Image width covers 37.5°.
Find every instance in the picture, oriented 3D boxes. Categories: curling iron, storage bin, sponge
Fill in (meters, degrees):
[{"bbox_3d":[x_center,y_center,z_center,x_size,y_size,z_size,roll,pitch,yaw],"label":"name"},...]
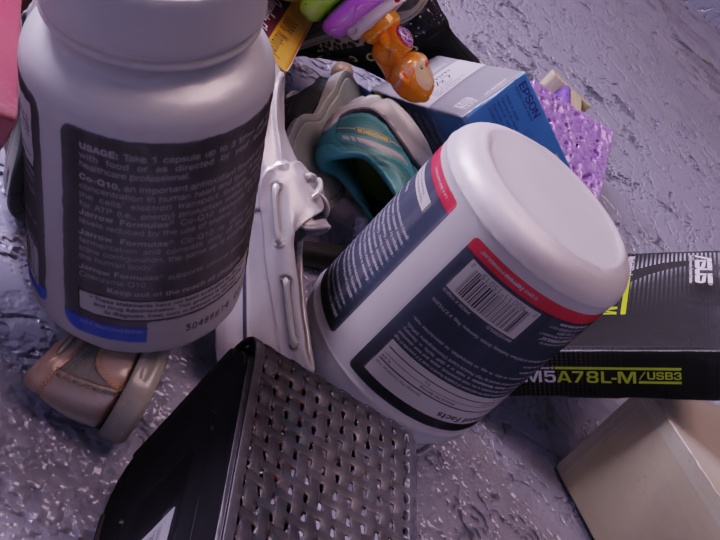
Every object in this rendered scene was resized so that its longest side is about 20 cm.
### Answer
[{"bbox_3d":[0.000,0.000,0.802,0.200,0.026,0.050,19,35,-37],"label":"curling iron"},{"bbox_3d":[-0.054,0.143,0.439,0.094,0.135,0.200,32,31,-20],"label":"storage bin"},{"bbox_3d":[0.184,-0.082,1.042,0.111,0.030,0.200,30,61,-21],"label":"sponge"}]

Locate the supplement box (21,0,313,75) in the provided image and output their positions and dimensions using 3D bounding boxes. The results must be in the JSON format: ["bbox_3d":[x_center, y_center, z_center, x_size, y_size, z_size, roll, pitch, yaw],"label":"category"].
[{"bbox_3d":[-0.148,-0.191,0.757,0.200,0.133,0.197,36,30,-13],"label":"supplement box"}]

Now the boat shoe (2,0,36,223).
[{"bbox_3d":[-0.158,-0.114,0.580,0.074,0.202,0.065,-6,51,-34],"label":"boat shoe"}]

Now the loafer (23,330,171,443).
[{"bbox_3d":[-0.128,0.006,0.599,0.063,0.072,0.200,26,36,-14],"label":"loafer"}]

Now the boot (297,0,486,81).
[{"bbox_3d":[0.014,-0.190,0.952,0.154,0.203,0.074,39,63,-39],"label":"boot"}]

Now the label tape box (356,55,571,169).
[{"bbox_3d":[0.089,-0.100,0.872,0.143,0.066,0.200,57,-9,-27],"label":"label tape box"}]

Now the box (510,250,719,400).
[{"bbox_3d":[0.190,0.039,0.841,0.200,0.193,0.048,-51,135,-62],"label":"box"}]

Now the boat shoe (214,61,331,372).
[{"bbox_3d":[-0.050,-0.034,0.645,0.065,0.201,0.074,1,0,3],"label":"boat shoe"}]

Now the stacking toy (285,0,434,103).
[{"bbox_3d":[-0.011,-0.198,0.716,0.200,0.110,0.116,54,27,-5],"label":"stacking toy"}]

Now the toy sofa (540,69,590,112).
[{"bbox_3d":[0.197,-0.157,1.192,0.098,0.083,0.200,39,30,-11],"label":"toy sofa"}]

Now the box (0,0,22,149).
[{"bbox_3d":[-0.274,-0.095,0.483,0.200,0.128,0.109,21,37,-34],"label":"box"}]

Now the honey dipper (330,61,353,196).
[{"bbox_3d":[-0.011,-0.135,0.962,0.038,0.038,0.200,28,29,-26],"label":"honey dipper"}]

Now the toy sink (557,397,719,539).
[{"bbox_3d":[0.256,0.202,0.774,0.130,0.112,0.200,16,34,-39],"label":"toy sink"}]

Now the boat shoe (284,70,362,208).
[{"bbox_3d":[-0.045,-0.096,0.841,0.076,0.060,0.200,66,24,-20],"label":"boat shoe"}]

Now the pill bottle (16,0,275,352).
[{"bbox_3d":[-0.100,-0.066,0.496,0.113,0.200,0.114,8,45,-8],"label":"pill bottle"}]

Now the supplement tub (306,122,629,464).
[{"bbox_3d":[0.055,0.019,0.669,0.140,0.200,0.141,31,32,-22],"label":"supplement tub"}]

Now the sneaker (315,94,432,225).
[{"bbox_3d":[0.039,-0.039,0.810,0.200,0.077,0.080,46,48,-13],"label":"sneaker"}]
